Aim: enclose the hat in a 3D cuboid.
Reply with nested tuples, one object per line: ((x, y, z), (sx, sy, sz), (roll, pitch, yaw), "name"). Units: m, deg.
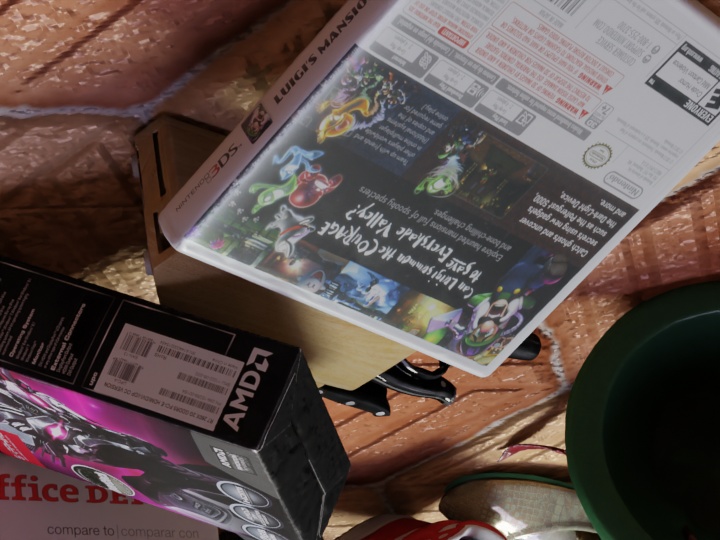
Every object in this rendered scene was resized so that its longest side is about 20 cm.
((0.187, 0.108, 1.057), (0.166, 0.200, 0.176), (-31, 156, -6), "hat")

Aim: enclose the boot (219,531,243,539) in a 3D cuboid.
((-0.073, 0.238, 1.274), (0.211, 0.080, 0.158), (29, 127, -36), "boot")

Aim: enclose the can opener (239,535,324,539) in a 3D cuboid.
((-0.048, 0.106, 1.068), (0.067, 0.053, 0.200), (-16, 153, 12), "can opener")

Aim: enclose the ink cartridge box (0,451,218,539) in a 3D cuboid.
((-0.138, 0.187, 0.919), (0.147, 0.200, 0.083), (5, 155, -31), "ink cartridge box")

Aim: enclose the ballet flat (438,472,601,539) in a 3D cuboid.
((0.132, 0.168, 1.238), (0.200, 0.062, 0.067), (15, 143, -39), "ballet flat")

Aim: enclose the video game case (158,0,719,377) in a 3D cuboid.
((0.048, -0.049, 0.776), (0.182, 0.023, 0.200), (-47, 141, 16), "video game case")

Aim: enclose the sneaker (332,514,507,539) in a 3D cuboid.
((0.004, 0.195, 1.134), (0.112, 0.071, 0.200), (-6, -160, 44), "sneaker")

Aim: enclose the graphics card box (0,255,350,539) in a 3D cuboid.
((-0.110, 0.050, 0.839), (0.200, 0.051, 0.126), (16, 156, 16), "graphics card box")

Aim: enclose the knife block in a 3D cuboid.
((0.000, 0.000, 0.873), (0.175, 0.064, 0.200), (-10, 152, -3), "knife block")
